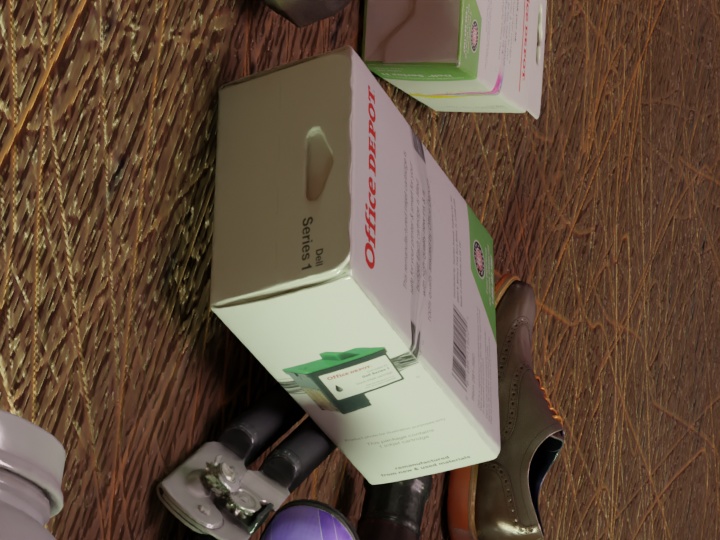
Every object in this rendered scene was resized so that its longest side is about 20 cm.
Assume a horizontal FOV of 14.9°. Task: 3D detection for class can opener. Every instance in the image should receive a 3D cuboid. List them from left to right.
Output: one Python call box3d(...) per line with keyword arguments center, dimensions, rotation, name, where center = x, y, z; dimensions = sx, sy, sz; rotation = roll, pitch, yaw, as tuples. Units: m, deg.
box3d(center=(-0.059, 0.106, 1.448), dimensions=(0.067, 0.053, 0.200), rotation=(-58, 174, 26), name="can opener")

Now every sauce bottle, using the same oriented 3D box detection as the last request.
box3d(center=(0.004, 0.206, 1.617), dimensions=(0.066, 0.066, 0.201), rotation=(66, 29, -54), name="sauce bottle")

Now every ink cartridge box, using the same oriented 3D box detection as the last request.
box3d(center=(0.000, 0.000, 1.456), dimensions=(0.200, 0.084, 0.147), rotation=(51, 32, -49), name="ink cartridge box")
box3d(center=(0.063, -0.166, 1.749), dimensions=(0.200, 0.067, 0.118), rotation=(23, 69, -70), name="ink cartridge box")

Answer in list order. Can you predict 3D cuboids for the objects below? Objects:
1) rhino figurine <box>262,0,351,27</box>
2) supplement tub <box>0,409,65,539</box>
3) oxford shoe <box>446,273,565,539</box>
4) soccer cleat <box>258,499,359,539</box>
box3d(center=(-0.045, -0.193, 1.418), dimensions=(0.200, 0.060, 0.088), rotation=(44, 61, -63), name="rhino figurine")
box3d(center=(-0.173, 0.146, 0.912), dimensions=(0.144, 0.144, 0.201), rotation=(51, 43, -64), name="supplement tub")
box3d(center=(0.111, 0.098, 1.917), dimensions=(0.071, 0.073, 0.201), rotation=(53, 42, -62), name="oxford shoe")
box3d(center=(-0.045, 0.214, 1.399), dimensions=(0.073, 0.068, 0.201), rotation=(-39, 147, -66), name="soccer cleat")
